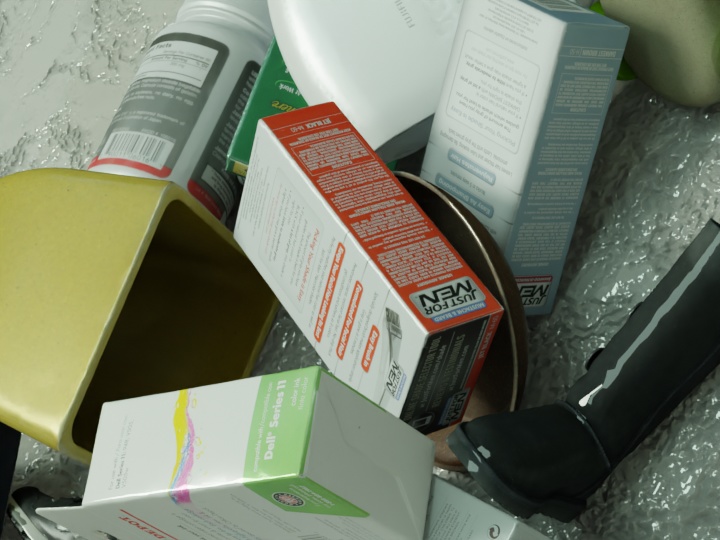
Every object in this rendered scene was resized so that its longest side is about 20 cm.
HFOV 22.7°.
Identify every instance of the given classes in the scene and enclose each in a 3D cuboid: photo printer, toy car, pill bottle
[{"bbox_3d":[0.042,-0.179,1.261,0.200,0.069,0.167,-29,78,4],"label":"photo printer"},{"bbox_3d":[0.246,-0.218,1.160,0.200,0.158,0.164,-41,32,-21],"label":"toy car"},{"bbox_3d":[-0.129,-0.121,1.403,0.114,0.114,0.201,0,56,40],"label":"pill bottle"}]

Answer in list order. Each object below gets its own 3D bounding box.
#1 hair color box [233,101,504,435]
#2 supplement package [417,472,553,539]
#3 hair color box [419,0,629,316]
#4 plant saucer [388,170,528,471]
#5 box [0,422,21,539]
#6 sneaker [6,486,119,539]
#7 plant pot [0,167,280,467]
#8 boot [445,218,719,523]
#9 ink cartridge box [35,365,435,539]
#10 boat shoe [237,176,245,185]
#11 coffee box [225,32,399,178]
[{"bbox_3d":[0.000,0.000,1.141,0.200,0.064,0.111,54,145,31],"label":"hair color box"},{"bbox_3d":[0.029,0.200,1.069,0.200,0.151,0.152,23,83,45],"label":"supplement package"},{"bbox_3d":[0.098,-0.080,1.174,0.099,0.060,0.201,35,119,46],"label":"hair color box"},{"bbox_3d":[0.051,0.030,1.168,0.200,0.037,0.201,31,129,47],"label":"plant saucer"},{"bbox_3d":[-0.393,0.164,1.377,0.200,0.196,0.118,-32,44,52],"label":"box"},{"bbox_3d":[-0.189,0.203,1.327,0.087,0.076,0.200,-38,37,-17],"label":"sneaker"},{"bbox_3d":[-0.208,0.036,1.298,0.199,0.195,0.195,16,77,27],"label":"plant pot"},{"bbox_3d":[0.154,0.055,1.043,0.200,0.165,0.066,-45,67,11],"label":"boot"},{"bbox_3d":[-0.073,0.117,1.010,0.199,0.117,0.068,-12,57,35],"label":"ink cartridge box"},{"bbox_3d":[-0.032,-0.150,1.379,0.068,0.072,0.201,14,72,19],"label":"boat shoe"},{"bbox_3d":[-0.012,-0.145,1.326,0.044,0.123,0.201,127,162,-76],"label":"coffee box"}]
